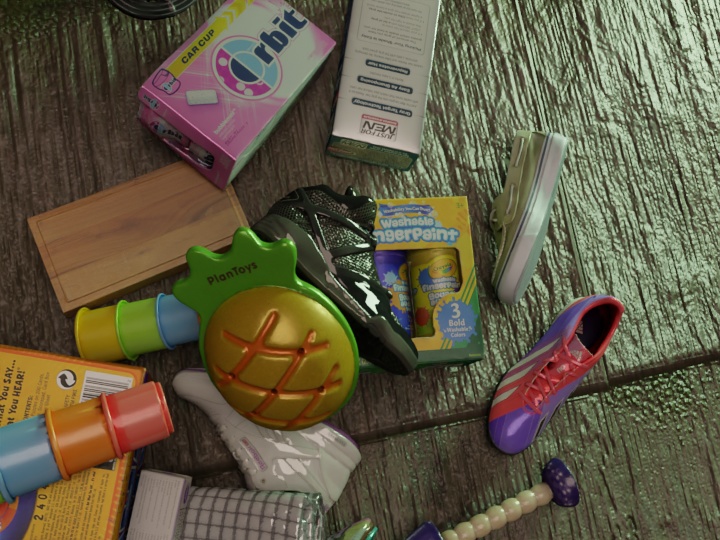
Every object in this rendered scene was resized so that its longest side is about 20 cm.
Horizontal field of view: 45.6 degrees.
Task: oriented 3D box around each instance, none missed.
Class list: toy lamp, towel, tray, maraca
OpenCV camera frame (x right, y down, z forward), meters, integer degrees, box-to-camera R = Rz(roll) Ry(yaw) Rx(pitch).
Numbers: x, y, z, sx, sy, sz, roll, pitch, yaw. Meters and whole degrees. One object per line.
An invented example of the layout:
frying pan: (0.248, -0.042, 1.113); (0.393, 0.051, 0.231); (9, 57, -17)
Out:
toy lamp: (0.124, 0.253, 0.851); (0.197, 0.058, 0.059); (-21, 83, -14)
towel: (-0.116, 0.296, 0.755); (0.162, 0.086, 0.205); (0, 76, 13)
tray: (-0.217, -0.039, 0.857); (0.197, 0.037, 0.100); (-23, 84, -16)
maraca: (-0.078, 0.056, 0.732); (0.135, 0.108, 0.202); (-21, 118, 9)

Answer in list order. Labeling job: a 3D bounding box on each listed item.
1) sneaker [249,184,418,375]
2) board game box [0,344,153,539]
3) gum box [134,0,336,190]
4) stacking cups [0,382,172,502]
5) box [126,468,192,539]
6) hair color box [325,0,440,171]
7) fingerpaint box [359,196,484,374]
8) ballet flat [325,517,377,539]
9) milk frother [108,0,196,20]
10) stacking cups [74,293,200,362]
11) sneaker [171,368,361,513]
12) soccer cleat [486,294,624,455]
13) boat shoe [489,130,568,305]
sneaker: (0.000, 0.000, 0.793); (0.200, 0.076, 0.114); (46, 63, -7)
board game box: (-0.288, 0.175, 0.710); (0.196, 0.200, 0.204); (11, 76, -9)
gum box: (-0.127, -0.189, 0.870); (0.113, 0.066, 0.201); (37, 61, -3)
stacking cups: (-0.231, 0.124, 0.593); (0.197, 0.061, 0.062); (-21, 82, -16)
box: (-0.181, 0.270, 0.708); (0.041, 0.039, 0.204); (9, 78, 2)
hair color box: (0.025, -0.220, 0.932); (0.098, 0.061, 0.204); (11, 76, -8)
fingerpaint box: (0.017, 0.017, 0.872); (0.195, 0.073, 0.171); (-2, 78, -12)
ballet flat: (-0.053, 0.318, 0.803); (0.070, 0.069, 0.203); (21, 74, 14)
milk frother: (-0.217, -0.317, 0.838); (0.178, 0.188, 0.203); (25, 74, -4)
stacking cups: (-0.165, 0.042, 0.812); (0.196, 0.061, 0.062); (-14, 80, 2)
sneaker: (-0.098, 0.164, 0.816); (0.198, 0.075, 0.101); (30, 73, -4)
soccer cleat: (0.202, 0.103, 0.890); (0.068, 0.073, 0.200); (41, 73, 0)
boat shoe: (0.173, -0.060, 0.932); (0.061, 0.072, 0.203); (14, 70, 18)
